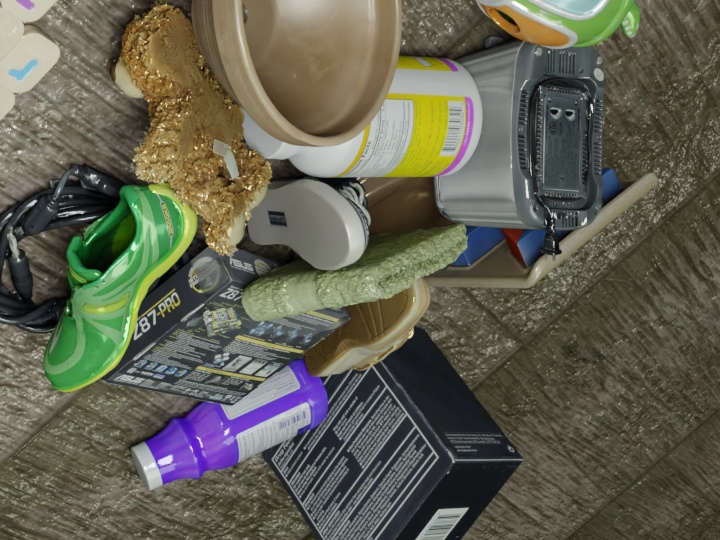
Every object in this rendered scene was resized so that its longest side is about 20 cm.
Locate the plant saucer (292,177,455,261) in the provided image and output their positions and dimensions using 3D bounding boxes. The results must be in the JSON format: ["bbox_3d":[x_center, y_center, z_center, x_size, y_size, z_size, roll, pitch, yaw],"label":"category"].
[{"bbox_3d":[0.027,-0.037,1.523,0.199,0.030,0.201,-24,144,-19],"label":"plant saucer"}]

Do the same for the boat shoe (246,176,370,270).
[{"bbox_3d":[-0.022,-0.052,1.336,0.092,0.200,0.075,-15,107,-26],"label":"boat shoe"}]

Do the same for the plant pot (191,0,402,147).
[{"bbox_3d":[-0.061,-0.193,1.176,0.200,0.092,0.203,-3,94,-53],"label":"plant pot"}]

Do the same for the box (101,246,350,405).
[{"bbox_3d":[-0.125,0.055,1.439,0.161,0.049,0.200,-36,153,21],"label":"box"}]

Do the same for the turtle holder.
[{"bbox_3d":[0.160,-0.271,1.271,0.131,0.141,0.186,-7,136,-35],"label":"turtle holder"}]

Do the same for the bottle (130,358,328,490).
[{"bbox_3d":[-0.131,0.157,1.574,0.199,0.066,0.084,-24,156,-17],"label":"bottle"}]

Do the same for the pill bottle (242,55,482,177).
[{"bbox_3d":[0.000,-0.131,1.326,0.199,0.104,0.105,-2,133,-38],"label":"pill bottle"}]

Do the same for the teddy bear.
[{"bbox_3d":[-0.133,-0.106,1.210,0.066,0.146,0.200,-7,142,30],"label":"teddy bear"}]

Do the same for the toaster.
[{"bbox_3d":[0.139,-0.110,1.400,0.113,0.129,0.202,-1,91,-39],"label":"toaster"}]

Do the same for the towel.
[{"bbox_3d":[0.000,0.000,1.364,0.147,0.037,0.200,-9,-171,29],"label":"towel"}]

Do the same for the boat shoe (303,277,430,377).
[{"bbox_3d":[0.016,0.047,1.513,0.069,0.074,0.200,0,160,-33],"label":"boat shoe"}]

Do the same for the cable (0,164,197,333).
[{"bbox_3d":[-0.228,-0.004,1.322,0.163,0.051,0.200,-46,145,13],"label":"cable"}]

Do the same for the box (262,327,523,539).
[{"bbox_3d":[0.031,0.194,1.641,0.123,0.199,0.201,6,128,-47],"label":"box"}]

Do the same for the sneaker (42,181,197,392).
[{"bbox_3d":[-0.209,0.007,1.258,0.083,0.074,0.201,13,117,-45],"label":"sneaker"}]

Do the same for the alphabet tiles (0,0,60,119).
[{"bbox_3d":[-0.305,-0.166,1.100,0.196,0.015,0.200,-44,145,9],"label":"alphabet tiles"}]

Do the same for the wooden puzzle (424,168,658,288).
[{"bbox_3d":[0.160,-0.045,1.504,0.185,0.199,0.047,-37,105,-29],"label":"wooden puzzle"}]
